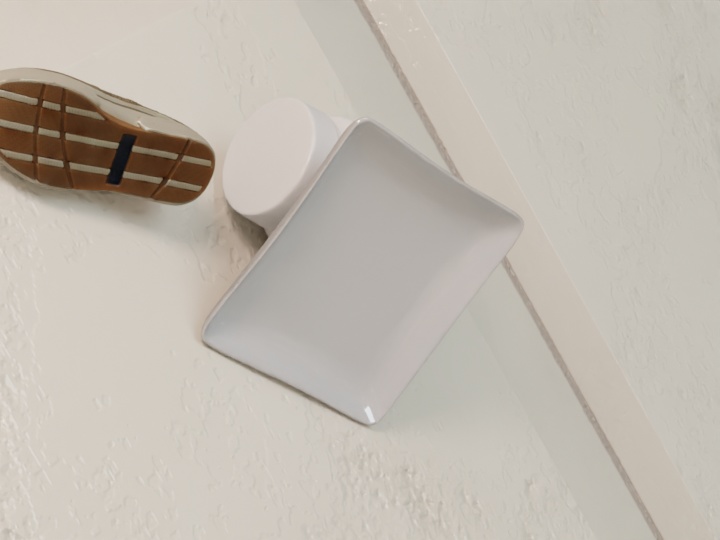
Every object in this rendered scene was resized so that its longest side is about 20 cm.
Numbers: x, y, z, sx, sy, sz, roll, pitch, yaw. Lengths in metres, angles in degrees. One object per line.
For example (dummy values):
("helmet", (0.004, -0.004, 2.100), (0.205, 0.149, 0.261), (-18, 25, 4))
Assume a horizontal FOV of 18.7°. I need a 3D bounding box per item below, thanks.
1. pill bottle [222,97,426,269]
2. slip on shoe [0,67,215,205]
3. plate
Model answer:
("pill bottle", (-0.005, -0.048, 1.674), (0.200, 0.114, 0.115), (29, 46, -42))
("slip on shoe", (-0.189, -0.096, 1.498), (0.199, 0.076, 0.061), (11, 19, -43))
("plate", (0.000, 0.000, 1.609), (0.200, 0.200, 0.032), (30, 10, -42))
